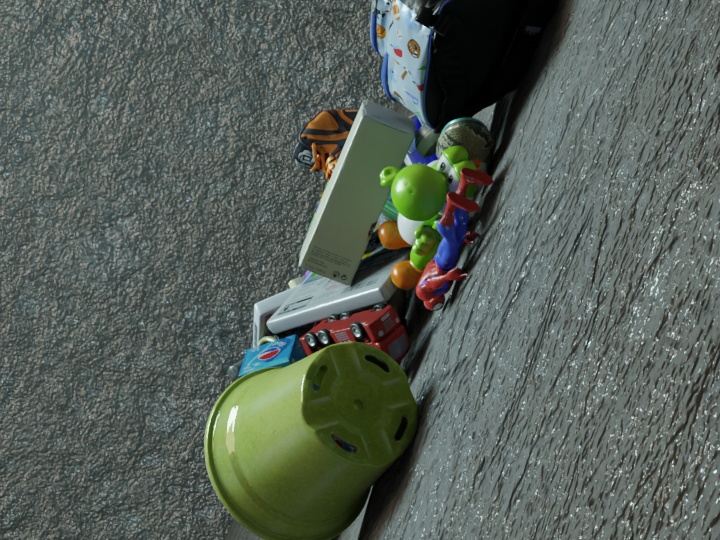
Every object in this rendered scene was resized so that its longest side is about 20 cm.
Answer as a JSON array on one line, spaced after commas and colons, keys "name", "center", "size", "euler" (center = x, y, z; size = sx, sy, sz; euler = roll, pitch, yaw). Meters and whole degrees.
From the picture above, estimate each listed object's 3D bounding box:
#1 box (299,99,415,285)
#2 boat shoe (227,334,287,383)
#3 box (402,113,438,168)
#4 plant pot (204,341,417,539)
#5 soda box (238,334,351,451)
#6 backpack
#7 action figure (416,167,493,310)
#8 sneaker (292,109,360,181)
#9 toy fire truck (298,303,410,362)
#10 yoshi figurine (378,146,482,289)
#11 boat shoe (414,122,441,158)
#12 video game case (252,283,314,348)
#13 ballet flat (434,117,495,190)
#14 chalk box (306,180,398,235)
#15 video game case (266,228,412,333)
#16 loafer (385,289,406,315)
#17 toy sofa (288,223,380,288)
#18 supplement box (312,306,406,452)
[{"name": "box", "center": [-0.004, -0.091, 1.720], "size": [0.082, 0.068, 0.201], "euler": [-85, 18, -68]}, {"name": "boat shoe", "center": [-0.109, 0.115, 1.933], "size": [0.072, 0.066, 0.201], "euler": [-37, 0, 31]}, {"name": "box", "center": [0.074, -0.132, 1.877], "size": [0.041, 0.120, 0.200], "euler": [-28, 2, -3]}, {"name": "plant pot", "center": [-0.037, 0.165, 1.524], "size": [0.184, 0.200, 0.201], "euler": [-42, 24, 53]}, {"name": "soda box", "center": [-0.069, 0.180, 1.710], "size": [0.064, 0.067, 0.201], "euler": [-76, -34, -63]}, {"name": "backpack", "center": [0.099, -0.259, 1.632], "size": [0.199, 0.154, 0.191], "euler": [-24, -45, -31]}, {"name": "action figure", "center": [0.095, -0.020, 1.532], "size": [0.200, 0.051, 0.066], "euler": [109, -176, -53]}, {"name": "sneaker", "center": [-0.033, -0.116, 1.847], "size": [0.078, 0.111, 0.201], "euler": [109, 169, -57]}, {"name": "toy fire truck", "center": [-0.003, 0.119, 1.705], "size": [0.049, 0.142, 0.199], "euler": [-37, 14, -36]}, {"name": "yoshi figurine", "center": [0.061, -0.064, 1.609], "size": [0.112, 0.112, 0.200], "euler": [-60, -2, -35]}, {"name": "boat shoe", "center": [0.105, -0.205, 1.757], "size": [0.201, 0.071, 0.070], "euler": [-48, -1, -44]}, {"name": "video game case", "center": [-0.053, 0.050, 1.989], "size": [0.024, 0.199, 0.182], "euler": [61, 164, 20]}, {"name": "ballet flat", "center": [0.117, -0.115, 1.678], "size": [0.200, 0.067, 0.076], "euler": [104, 165, -81]}, {"name": "chalk box", "center": [0.022, -0.112, 2.078], "size": [0.125, 0.123, 0.200], "euler": [-54, -7, -38]}, {"name": "video game case", "center": [0.000, 0.000, 1.793], "size": [0.199, 0.022, 0.182], "euler": [-18, 22, 43]}, {"name": "loafer", "center": [-0.003, 0.101, 1.952], "size": [0.067, 0.076, 0.201], "euler": [-62, -5, -73]}, {"name": "toy sofa", "center": [-0.043, -0.001, 2.033], "size": [0.083, 0.097, 0.200], "euler": [61, 149, 20]}, {"name": "supplement box", "center": [-0.028, 0.141, 1.845], "size": [0.086, 0.110, 0.201], "euler": [-80, 13, -68]}]
